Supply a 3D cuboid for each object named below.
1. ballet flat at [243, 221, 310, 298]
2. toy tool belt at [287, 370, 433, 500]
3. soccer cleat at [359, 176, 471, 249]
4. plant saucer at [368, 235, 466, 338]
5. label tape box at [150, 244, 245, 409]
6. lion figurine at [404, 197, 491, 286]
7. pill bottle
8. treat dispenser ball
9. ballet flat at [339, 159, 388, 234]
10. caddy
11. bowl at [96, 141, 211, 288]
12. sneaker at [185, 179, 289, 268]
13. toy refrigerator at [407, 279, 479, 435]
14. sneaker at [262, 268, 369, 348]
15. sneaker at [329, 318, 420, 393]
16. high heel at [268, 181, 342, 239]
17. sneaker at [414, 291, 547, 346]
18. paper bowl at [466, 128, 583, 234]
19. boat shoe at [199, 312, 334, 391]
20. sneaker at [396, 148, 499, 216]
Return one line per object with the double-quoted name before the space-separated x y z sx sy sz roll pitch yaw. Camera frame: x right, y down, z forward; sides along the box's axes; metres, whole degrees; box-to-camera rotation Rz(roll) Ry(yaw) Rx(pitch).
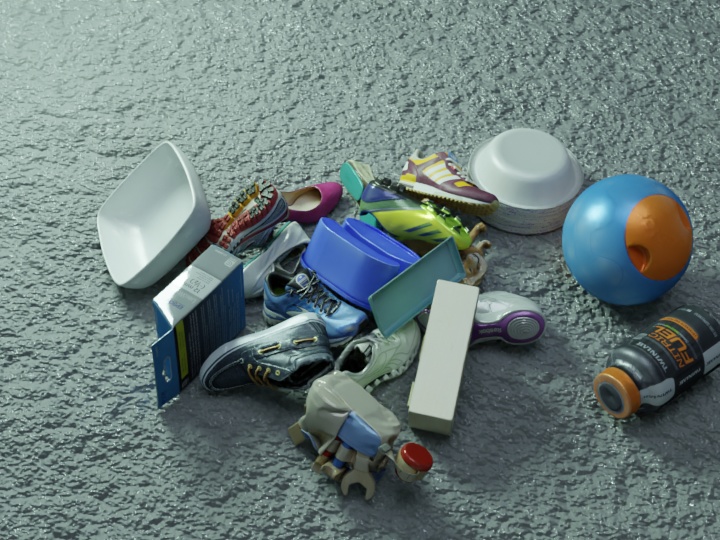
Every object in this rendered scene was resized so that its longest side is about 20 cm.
"ballet flat" -0.141 -0.004 1.695 0.069 0.070 0.200 25 49 20
"toy tool belt" -0.005 0.239 1.445 0.200 0.123 0.125 39 27 19
"soccer cleat" 0.086 -0.075 1.703 0.199 0.084 0.065 31 16 20
"plant saucer" 0.084 0.023 1.594 0.019 0.070 0.200 -2 25 46
"label tape box" -0.248 0.080 1.543 0.066 0.144 0.200 28 50 22
"lion figurine" 0.132 -0.038 1.747 0.199 0.073 0.122 22 55 36
"pill bottle" 0.430 0.137 1.557 0.199 0.107 0.106 -28 53 -27
"treat dispenser ball" 0.413 -0.048 1.669 0.199 0.202 0.202 2 45 -2
"ballet flat" 0.025 -0.119 1.815 0.062 0.068 0.201 4 43 -30
"caddy" 0.000 0.000 1.657 0.199 0.106 0.141 34 21 32
"bowl" -0.316 -0.079 1.696 0.200 0.074 0.201 -43 45 16
"sneaker" -0.191 -0.049 1.687 0.200 0.082 0.078 -39 54 11
"toy refrigerator" 0.116 0.122 1.527 0.069 0.076 0.202 11 68 7
"sneaker" -0.074 0.051 1.589 0.199 0.090 0.078 16 40 35
"sneaker" 0.021 0.122 1.565 0.075 0.082 0.200 29 49 25
"high heel" -0.110 -0.124 1.784 0.199 0.096 0.067 -24 51 -24
"sneaker" 0.182 0.072 1.646 0.198 0.076 0.100 4 22 4
"paper bowl" 0.282 -0.165 1.845 0.198 0.105 0.202 2 47 -2
"boat shoe" -0.133 0.137 1.510 0.199 0.071 0.091 -27 46 6
"sneaker" 0.152 -0.154 1.798 0.199 0.075 0.091 18 82 35
